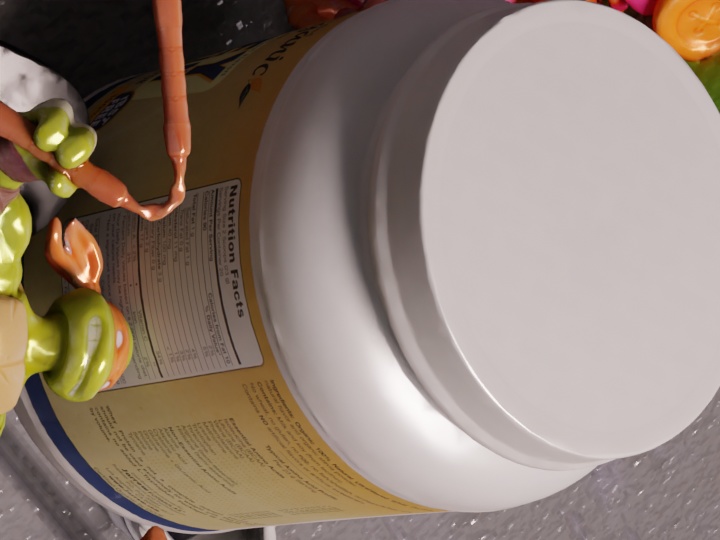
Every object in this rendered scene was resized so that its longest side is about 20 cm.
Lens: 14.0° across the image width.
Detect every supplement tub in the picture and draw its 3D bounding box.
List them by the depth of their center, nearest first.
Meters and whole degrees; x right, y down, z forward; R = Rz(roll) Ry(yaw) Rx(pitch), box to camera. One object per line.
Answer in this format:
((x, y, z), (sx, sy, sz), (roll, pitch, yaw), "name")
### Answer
((0.000, 0.000, 0.845), (0.144, 0.199, 0.145), (7, 79, -39), "supplement tub")

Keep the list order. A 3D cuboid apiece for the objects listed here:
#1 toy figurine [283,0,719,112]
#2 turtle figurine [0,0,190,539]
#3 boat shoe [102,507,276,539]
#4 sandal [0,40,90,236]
((0.030, -0.113, 0.915), (0.199, 0.151, 0.184), (-28, 134, 17), "toy figurine")
((-0.123, 0.011, 0.777), (0.160, 0.064, 0.201), (0, 118, -28), "turtle figurine")
((-0.060, 0.039, 0.987), (0.073, 0.065, 0.200), (-35, 143, -14), "boat shoe")
((-0.154, -0.055, 0.770), (0.199, 0.045, 0.075), (19, 101, -31), "sandal")
